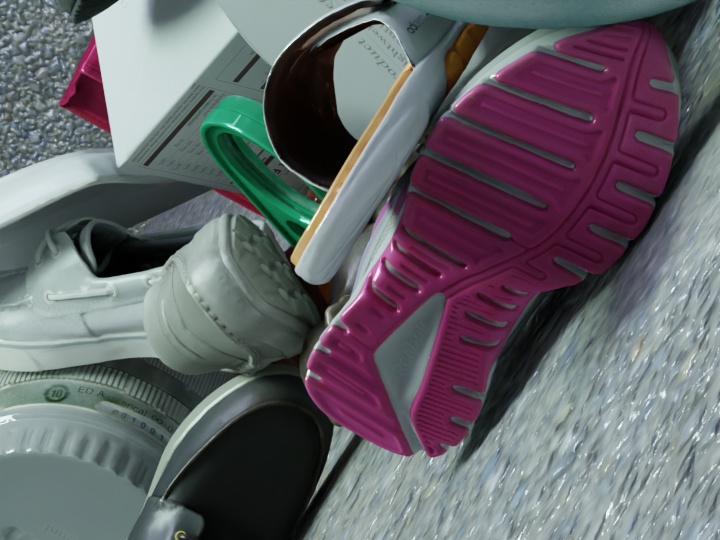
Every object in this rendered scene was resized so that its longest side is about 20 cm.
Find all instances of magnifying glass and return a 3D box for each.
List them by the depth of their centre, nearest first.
[{"bbox_3d":[-0.019,-0.017,1.231,0.022,0.079,0.200,-52,-28,-16],"label":"magnifying glass"}]

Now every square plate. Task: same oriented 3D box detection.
[{"bbox_3d":[-0.176,-0.023,1.415,0.198,0.029,0.200,-22,-4,21],"label":"square plate"}]

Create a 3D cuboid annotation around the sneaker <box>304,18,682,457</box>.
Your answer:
[{"bbox_3d":[0.049,-0.026,0.994,0.200,0.081,0.088,-51,10,38],"label":"sneaker"}]

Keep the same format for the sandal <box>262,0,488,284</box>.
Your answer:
[{"bbox_3d":[-0.004,-0.062,0.978,0.079,0.059,0.207,-56,1,23],"label":"sandal"}]

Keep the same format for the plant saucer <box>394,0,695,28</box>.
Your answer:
[{"bbox_3d":[0.065,-0.120,0.955,0.201,0.200,0.039,-76,-15,-64],"label":"plant saucer"}]

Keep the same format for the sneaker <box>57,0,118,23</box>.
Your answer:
[{"bbox_3d":[-0.115,-0.198,1.240,0.074,0.088,0.200,-40,-16,-38],"label":"sneaker"}]

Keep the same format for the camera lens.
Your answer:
[{"bbox_3d":[-0.130,0.091,1.447,0.160,0.160,0.200,-55,9,34],"label":"camera lens"}]

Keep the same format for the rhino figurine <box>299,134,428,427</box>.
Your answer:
[{"bbox_3d":[0.030,-0.016,1.161,0.200,0.060,0.088,-62,-2,-37],"label":"rhino figurine"}]

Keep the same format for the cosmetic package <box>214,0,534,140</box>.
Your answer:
[{"bbox_3d":[0.036,-0.176,1.148,0.165,0.165,0.200,-42,1,-26],"label":"cosmetic package"}]

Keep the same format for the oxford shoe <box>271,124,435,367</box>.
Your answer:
[{"bbox_3d":[0.000,0.000,1.367,0.075,0.070,0.200,-28,-21,-44],"label":"oxford shoe"}]

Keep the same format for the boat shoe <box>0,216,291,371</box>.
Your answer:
[{"bbox_3d":[-0.124,0.006,1.353,0.199,0.069,0.072,1,31,31],"label":"boat shoe"}]

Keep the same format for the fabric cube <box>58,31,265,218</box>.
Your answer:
[{"bbox_3d":[-0.038,-0.144,1.587,0.200,0.196,0.200,-63,8,-6],"label":"fabric cube"}]

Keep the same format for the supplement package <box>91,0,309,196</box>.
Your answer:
[{"bbox_3d":[-0.049,-0.163,1.348,0.156,0.111,0.201,-44,47,40],"label":"supplement package"}]

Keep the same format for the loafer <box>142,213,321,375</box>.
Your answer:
[{"bbox_3d":[-0.059,0.019,1.200,0.070,0.070,0.200,-35,-4,-1],"label":"loafer"}]

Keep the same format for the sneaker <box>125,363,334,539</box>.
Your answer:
[{"bbox_3d":[-0.067,0.143,1.242,0.200,0.075,0.106,-57,22,13],"label":"sneaker"}]
